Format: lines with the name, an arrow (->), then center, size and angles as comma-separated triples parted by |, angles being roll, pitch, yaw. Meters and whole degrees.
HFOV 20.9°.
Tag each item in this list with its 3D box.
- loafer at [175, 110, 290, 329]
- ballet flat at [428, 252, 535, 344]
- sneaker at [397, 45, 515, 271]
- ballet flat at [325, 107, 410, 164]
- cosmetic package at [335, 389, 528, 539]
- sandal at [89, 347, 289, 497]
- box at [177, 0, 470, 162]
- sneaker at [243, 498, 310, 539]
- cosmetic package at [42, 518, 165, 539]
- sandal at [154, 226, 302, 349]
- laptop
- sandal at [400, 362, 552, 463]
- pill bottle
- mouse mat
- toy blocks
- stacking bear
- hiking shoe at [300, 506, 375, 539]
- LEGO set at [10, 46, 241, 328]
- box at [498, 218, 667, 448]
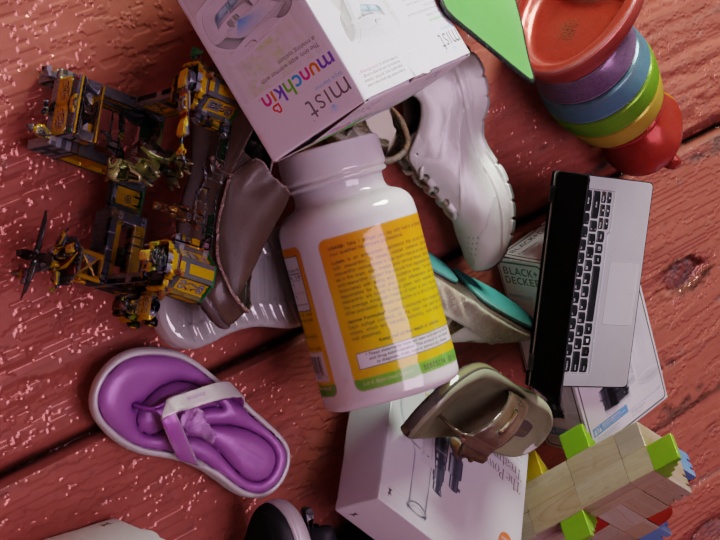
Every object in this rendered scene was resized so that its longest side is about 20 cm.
loafer -> -0.090, -0.054, 1.454 | 0.073, 0.070, 0.201 | 52, 33, -58
ballet flat -> 0.069, 0.025, 1.677 | 0.199, 0.068, 0.062 | 31, 105, -36
sneaker -> 0.072, -0.091, 1.654 | 0.087, 0.074, 0.201 | -22, 105, -23
ballet flat -> -0.030, -0.145, 1.549 | 0.200, 0.070, 0.071 | 39, 72, -37
cosmetic package -> 0.065, 0.178, 1.653 | 0.200, 0.051, 0.152 | 41, 46, -37
sandal -> -0.120, 0.117, 1.513 | 0.202, 0.050, 0.083 | 30, 77, -40
box -> -0.029, -0.194, 1.433 | 0.177, 0.096, 0.200 | 59, 29, -1
sneaker -> -0.100, 0.285, 1.544 | 0.111, 0.073, 0.202 | -8, 110, -39
cosmetic package -> -0.181, 0.300, 1.464 | 0.084, 0.107, 0.202 | -13, 104, -37
sandal -> -0.099, 0.013, 1.528 | 0.202, 0.050, 0.083 | -12, 90, -51
laptop -> 0.210, 0.015, 1.668 | 0.199, 0.116, 0.189 | 4, 95, -40
sandal -> 0.109, 0.127, 1.614 | 0.080, 0.057, 0.200 | -48, 146, 19
pill bottle -> 0.000, 0.000, 1.524 | 0.111, 0.111, 0.201 | -17, 93, -37
mouse mat -> 0.086, -0.260, 1.581 | 0.161, 0.007, 0.201 | 29, 43, -54
toy blocks -> 0.226, 0.212, 1.764 | 0.136, 0.199, 0.100 | 31, 34, -48
stacking bear -> 0.224, -0.160, 1.743 | 0.200, 0.121, 0.114 | 46, 65, -43
hiking shoe -> 0.025, 0.251, 1.653 | 0.199, 0.076, 0.101 | 12, 93, -40
LEGO set -> -0.175, -0.068, 1.385 | 0.115, 0.153, 0.202 | 19, 81, -40
box -> 0.203, 0.052, 1.785 | 0.116, 0.060, 0.201 | -31, 116, -33
